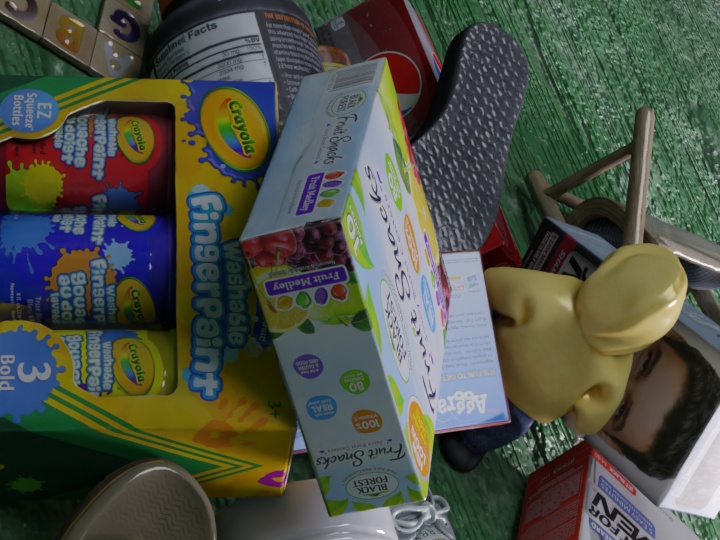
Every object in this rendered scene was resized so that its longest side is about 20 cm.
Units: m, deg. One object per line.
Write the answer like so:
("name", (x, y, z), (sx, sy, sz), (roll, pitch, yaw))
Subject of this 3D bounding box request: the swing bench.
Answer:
("swing bench", (0.242, 0.017, 1.147), (0.198, 0.129, 0.202), (20, 54, -38))

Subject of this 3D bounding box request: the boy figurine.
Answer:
("boy figurine", (0.111, 0.043, 0.920), (0.125, 0.200, 0.064), (48, 38, -2))

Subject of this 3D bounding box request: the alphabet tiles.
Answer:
("alphabet tiles", (-0.207, -0.213, 0.927), (0.199, 0.008, 0.169), (31, 43, -29))

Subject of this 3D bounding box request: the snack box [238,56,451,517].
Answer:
("snack box", (0.000, 0.000, 0.739), (0.201, 0.052, 0.144), (-76, 151, -62))

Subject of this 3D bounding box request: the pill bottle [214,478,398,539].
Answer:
("pill bottle", (-0.013, 0.210, 0.725), (0.114, 0.114, 0.202), (13, 53, -41))

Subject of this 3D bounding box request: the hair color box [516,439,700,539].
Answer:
("hair color box", (0.147, 0.209, 0.929), (0.111, 0.064, 0.201), (43, 33, -15))

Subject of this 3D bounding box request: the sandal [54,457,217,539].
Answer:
("sandal", (-0.113, 0.173, 0.637), (0.080, 0.054, 0.201), (47, 59, -27))

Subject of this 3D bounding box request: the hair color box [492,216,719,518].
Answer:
("hair color box", (0.170, 0.058, 0.980), (0.060, 0.100, 0.200), (17, 18, -39))

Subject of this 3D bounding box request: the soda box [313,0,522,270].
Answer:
("soda box", (0.039, -0.085, 1.032), (0.202, 0.069, 0.063), (70, 12, 18))

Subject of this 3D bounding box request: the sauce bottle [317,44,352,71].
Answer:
("sauce bottle", (-0.013, -0.045, 0.962), (0.066, 0.066, 0.202), (10, 55, -43))

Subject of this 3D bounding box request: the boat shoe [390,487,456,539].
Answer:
("boat shoe", (0.039, 0.179, 0.845), (0.074, 0.065, 0.204), (7, 58, -44))

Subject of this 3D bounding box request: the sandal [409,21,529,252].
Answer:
("sandal", (0.056, -0.069, 0.960), (0.076, 0.043, 0.201), (40, 53, -17))

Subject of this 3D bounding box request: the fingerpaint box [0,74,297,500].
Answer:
("fingerpaint box", (-0.118, 0.004, 0.737), (0.165, 0.074, 0.202), (1, 56, -8))

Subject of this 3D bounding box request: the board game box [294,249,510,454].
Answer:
("board game box", (-0.013, 0.047, 0.854), (0.198, 0.019, 0.104), (-4, 78, -26))

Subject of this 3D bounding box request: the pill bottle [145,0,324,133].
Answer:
("pill bottle", (-0.066, -0.091, 0.905), (0.106, 0.106, 0.202), (9, 57, -44))
